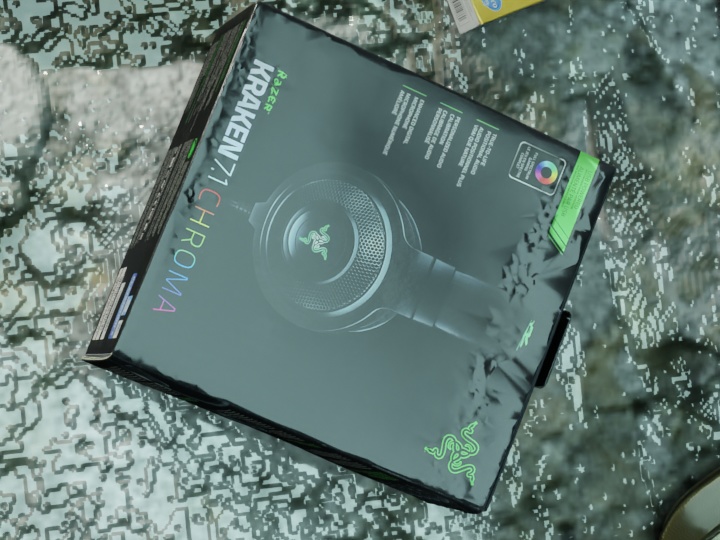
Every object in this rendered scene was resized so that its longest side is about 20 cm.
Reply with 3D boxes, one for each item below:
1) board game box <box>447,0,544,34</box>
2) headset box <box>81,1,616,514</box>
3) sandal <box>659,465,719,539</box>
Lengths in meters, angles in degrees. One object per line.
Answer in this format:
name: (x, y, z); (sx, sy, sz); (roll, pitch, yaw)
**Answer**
board game box: (0.075, -0.232, 1.149); (0.134, 0.034, 0.201); (-23, 93, -15)
headset box: (0.000, 0.000, 1.089); (0.199, 0.093, 0.175); (24, 82, -13)
sandal: (0.236, 0.098, 1.172); (0.200, 0.054, 0.081); (-29, 89, 0)
